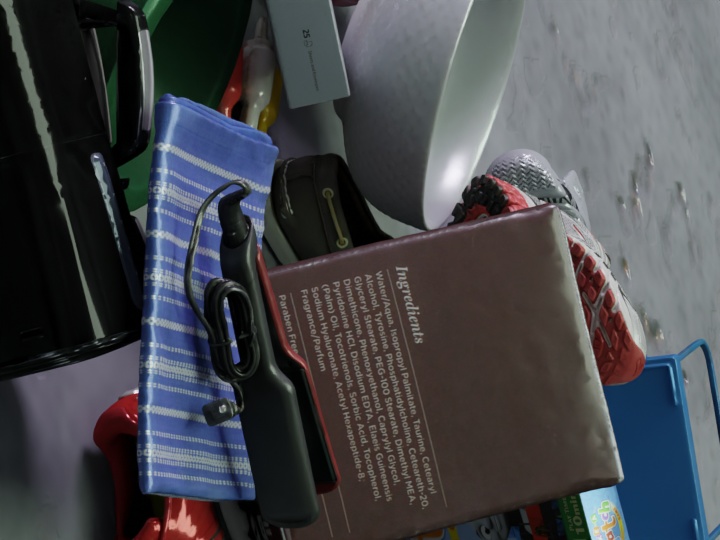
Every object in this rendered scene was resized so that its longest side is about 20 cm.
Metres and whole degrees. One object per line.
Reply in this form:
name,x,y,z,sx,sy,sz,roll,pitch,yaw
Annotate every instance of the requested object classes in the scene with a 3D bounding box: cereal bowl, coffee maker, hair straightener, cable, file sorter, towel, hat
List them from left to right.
coffee maker,-0.192,-0.045,1.353,0.192,0.134,0.201,-16,91,-41
hat,-0.173,-0.157,1.541,0.166,0.176,0.201,-27,140,-66
towel,-0.078,0.018,1.385,0.145,0.024,0.201,22,69,-71
cable,-0.076,-0.065,1.654,0.097,0.050,0.201,32,49,-61
hair straightener,-0.052,0.048,1.376,0.077,0.041,0.201,-58,144,-55
cereal bowl,0.038,-0.132,1.714,0.200,0.083,0.201,19,90,-77
file sorter,0.144,0.127,1.836,0.123,0.199,0.139,-24,105,-67

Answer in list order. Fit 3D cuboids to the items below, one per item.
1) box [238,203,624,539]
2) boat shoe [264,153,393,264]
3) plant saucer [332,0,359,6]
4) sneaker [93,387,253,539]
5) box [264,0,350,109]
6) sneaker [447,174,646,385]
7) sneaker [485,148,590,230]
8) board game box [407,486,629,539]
box,0.020,0.068,1.552,0.166,0.199,0.165,153,-77,-78
boat shoe,0.000,0.002,1.766,0.202,0.060,0.072,57,31,-36
plant saucer,-0.041,-0.274,1.825,0.200,0.051,0.201,36,48,-53
sneaker,-0.104,0.163,1.490,0.085,0.077,0.201,-10,81,-49
box,-0.045,-0.196,1.638,0.200,0.041,0.157,-107,-175,-74
sneaker,0.132,0.005,1.686,0.082,0.078,0.200,15,25,-32
sneaker,0.129,-0.042,2.013,0.200,0.075,0.115,65,12,-46
board game box,0.092,0.169,1.727,0.037,0.200,0.152,-19,96,-37
